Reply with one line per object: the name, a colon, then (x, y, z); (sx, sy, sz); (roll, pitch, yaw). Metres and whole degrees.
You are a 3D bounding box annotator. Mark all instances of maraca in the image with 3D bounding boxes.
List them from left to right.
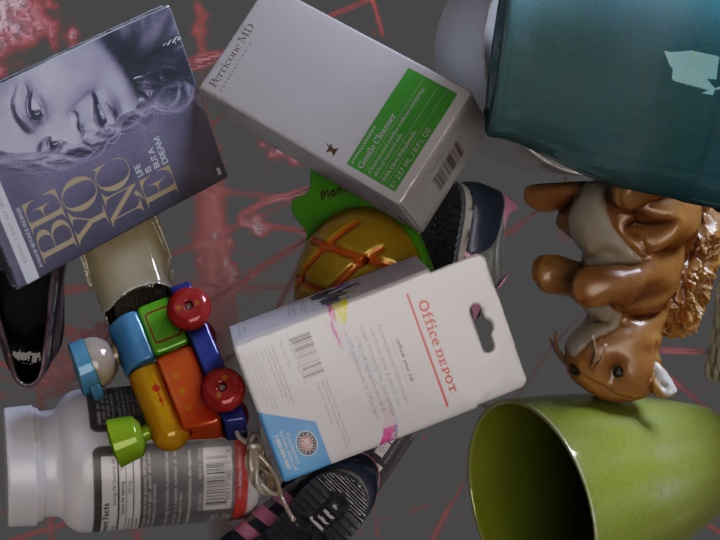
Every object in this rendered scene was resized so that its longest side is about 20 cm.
maraca: (0.000, 0.000, 1.281); (0.107, 0.137, 0.201); (5, 71, -57)

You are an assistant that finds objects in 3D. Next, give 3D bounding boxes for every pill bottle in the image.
pill bottle: (-0.186, 0.151, 1.262); (0.199, 0.116, 0.116); (-2, 98, -14)

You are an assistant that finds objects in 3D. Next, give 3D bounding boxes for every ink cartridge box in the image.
ink cartridge box: (0.013, 0.066, 1.189); (0.199, 0.068, 0.116); (-20, 102, -3)

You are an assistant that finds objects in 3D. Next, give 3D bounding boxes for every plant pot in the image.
plant pot: (0.226, 0.183, 1.358); (0.199, 0.187, 0.188); (-11, 101, -28)
plant pot: (0.190, -0.152, 1.139); (0.187, 0.200, 0.201); (7, 96, 0)

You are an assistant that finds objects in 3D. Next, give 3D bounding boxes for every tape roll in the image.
tape roll: (0.175, -0.180, 1.296); (0.202, 0.139, 0.204); (-1, 95, -14)

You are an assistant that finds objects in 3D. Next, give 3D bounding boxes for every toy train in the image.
toy train: (-0.139, 0.119, 1.182); (0.115, 0.085, 0.201); (-21, 70, -10)

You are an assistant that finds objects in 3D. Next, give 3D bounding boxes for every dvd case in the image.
dvd case: (-0.205, -0.096, 1.191); (0.200, 0.016, 0.149); (-31, 117, -27)

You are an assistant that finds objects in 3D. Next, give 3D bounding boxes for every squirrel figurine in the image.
squirrel figurine: (0.242, 0.015, 1.323); (0.199, 0.141, 0.188); (-5, 92, -37)

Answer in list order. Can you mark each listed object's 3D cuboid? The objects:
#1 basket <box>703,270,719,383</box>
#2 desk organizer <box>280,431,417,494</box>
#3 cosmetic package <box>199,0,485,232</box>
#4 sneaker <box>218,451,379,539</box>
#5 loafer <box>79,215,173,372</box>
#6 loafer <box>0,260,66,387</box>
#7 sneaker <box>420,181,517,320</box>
basket: (0.417, 0.032, 1.365); (0.160, 0.198, 0.201); (6, 97, -11)
desk organizer: (-0.033, 0.201, 1.318); (0.072, 0.077, 0.200); (34, 88, 10)
cosmetic package: (-0.012, -0.128, 1.233); (0.200, 0.085, 0.108); (30, 85, 20)
sneaker: (-0.059, 0.213, 1.253); (0.200, 0.082, 0.070); (-36, 94, 23)
loafer: (-0.185, -0.001, 1.265); (0.075, 0.068, 0.201); (-20, 103, -12)
loafer: (-0.261, -0.001, 1.215); (0.072, 0.063, 0.201); (-3, 121, -7)
sneaker: (0.089, 0.025, 1.336); (0.082, 0.070, 0.201); (3, 105, -35)
